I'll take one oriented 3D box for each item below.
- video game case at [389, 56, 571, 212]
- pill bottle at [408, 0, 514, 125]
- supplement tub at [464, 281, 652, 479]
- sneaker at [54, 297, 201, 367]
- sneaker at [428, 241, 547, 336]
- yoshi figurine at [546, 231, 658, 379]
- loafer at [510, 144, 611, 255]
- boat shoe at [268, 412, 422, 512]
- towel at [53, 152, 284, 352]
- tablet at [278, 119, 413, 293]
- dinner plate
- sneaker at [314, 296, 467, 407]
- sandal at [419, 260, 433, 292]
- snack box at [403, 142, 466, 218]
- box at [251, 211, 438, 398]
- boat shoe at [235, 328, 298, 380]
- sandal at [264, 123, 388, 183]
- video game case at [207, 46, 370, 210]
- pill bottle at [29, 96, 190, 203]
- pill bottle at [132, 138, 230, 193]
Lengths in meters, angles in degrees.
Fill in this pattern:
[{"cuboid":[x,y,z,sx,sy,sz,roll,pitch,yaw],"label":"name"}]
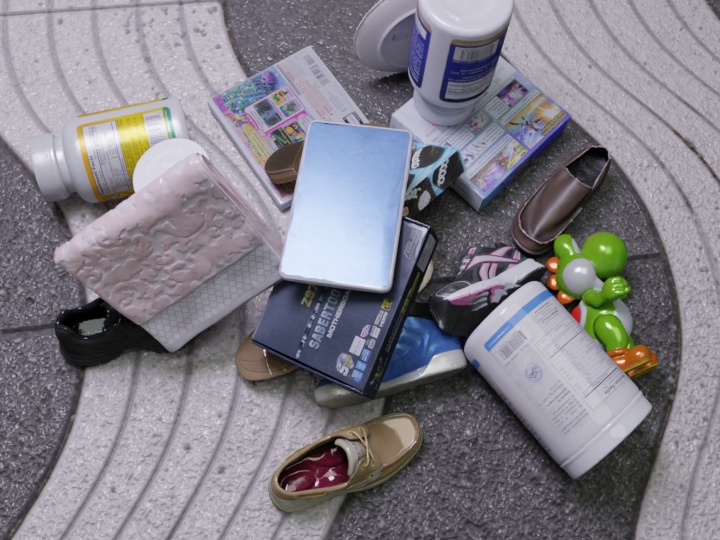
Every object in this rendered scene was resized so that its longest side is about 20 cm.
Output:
[{"cuboid":[0.171,-0.210,1.128,0.199,0.046,0.181,-41,73,-19],"label":"video game case"},{"cuboid":[0.123,-0.286,1.024,0.116,0.201,0.122,1,65,-3],"label":"pill bottle"},{"cuboid":[0.230,0.127,0.935,0.131,0.133,0.201,-35,74,-18],"label":"supplement tub"},{"cuboid":[-0.271,0.060,0.949,0.196,0.091,0.077,-18,67,-13],"label":"sneaker"},{"cuboid":[0.146,0.016,0.996,0.198,0.081,0.086,-15,48,-46],"label":"sneaker"},{"cuboid":[0.322,0.031,1.005,0.110,0.113,0.203,-10,63,-26],"label":"yoshi figurine"},{"cuboid":[0.275,-0.107,1.075,0.072,0.071,0.201,36,68,12],"label":"loafer"},{"cuboid":[-0.013,0.220,0.909,0.197,0.067,0.075,-25,70,-14],"label":"boat shoe"},{"cuboid":[-0.196,-0.011,0.859,0.198,0.191,0.033,-31,40,12],"label":"towel"},{"cuboid":[-0.014,-0.076,0.888,0.127,0.014,0.205,7,69,7],"label":"tablet"},{"cuboid":[0.086,-0.332,1.091,0.195,0.201,0.025,-14,70,-10],"label":"dinner plate"},{"cuboid":[0.026,0.092,0.962,0.195,0.077,0.114,-14,73,-15],"label":"sneaker"},{"cuboid":[0.001,0.005,1.005,0.207,0.070,0.079,-12,67,-10],"label":"sandal"},{"cuboid":[0.034,-0.096,1.034,0.199,0.038,0.115,-41,31,-20],"label":"snack box"},{"cuboid":[-0.018,0.022,0.905,0.155,0.051,0.204,21,82,25],"label":"box"},{"cuboid":[-0.060,0.078,0.969,0.198,0.065,0.073,-33,67,4],"label":"boat shoe"},{"cuboid":[-0.027,-0.131,1.016,0.208,0.070,0.079,-3,49,36],"label":"sandal"},{"cuboid":[-0.092,-0.208,1.120,0.180,0.024,0.201,-32,73,-16],"label":"video game case"},{"cuboid":[-0.320,-0.153,1.028,0.195,0.113,0.115,-14,67,-11],"label":"pill bottle"},{"cuboid":[-0.195,-0.063,0.942,0.107,0.201,0.112,-2,64,5],"label":"pill bottle"}]
